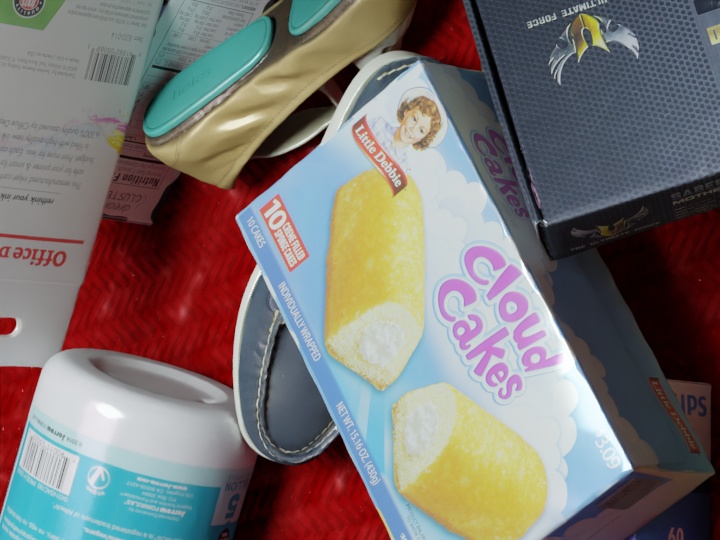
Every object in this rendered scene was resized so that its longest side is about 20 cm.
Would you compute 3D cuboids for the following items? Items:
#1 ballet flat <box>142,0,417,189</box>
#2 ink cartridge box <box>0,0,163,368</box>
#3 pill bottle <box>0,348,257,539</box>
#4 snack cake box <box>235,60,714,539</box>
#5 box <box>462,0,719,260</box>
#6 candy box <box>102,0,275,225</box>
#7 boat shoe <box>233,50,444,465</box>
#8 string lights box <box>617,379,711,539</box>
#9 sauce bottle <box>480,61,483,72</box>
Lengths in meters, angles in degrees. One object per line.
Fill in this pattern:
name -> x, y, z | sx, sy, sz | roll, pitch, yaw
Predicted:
ballet flat -> -0.019, -0.105, 1.375 | 0.200, 0.063, 0.069 | -35, 30, 35
ink cartridge box -> -0.173, -0.060, 1.372 | 0.067, 0.117, 0.200 | 23, 100, 36
pill bottle -> -0.123, 0.146, 1.402 | 0.111, 0.111, 0.200 | 25, 102, 42
snack cake box -> 0.045, 0.028, 1.207 | 0.115, 0.067, 0.200 | -40, 63, 28
box -> 0.144, -0.109, 1.165 | 0.200, 0.051, 0.158 | -17, 70, 6
candy box -> -0.128, -0.151, 1.469 | 0.168, 0.071, 0.200 | 45, 114, 35
boat shoe -> 0.000, 0.000, 1.329 | 0.200, 0.075, 0.062 | -64, 19, 7
string lights box -> 0.091, 0.147, 1.239 | 0.103, 0.059, 0.201 | -4, 82, 42
sauce bottle -> 0.084, -0.120, 1.278 | 0.066, 0.066, 0.201 | -7, 77, 42
